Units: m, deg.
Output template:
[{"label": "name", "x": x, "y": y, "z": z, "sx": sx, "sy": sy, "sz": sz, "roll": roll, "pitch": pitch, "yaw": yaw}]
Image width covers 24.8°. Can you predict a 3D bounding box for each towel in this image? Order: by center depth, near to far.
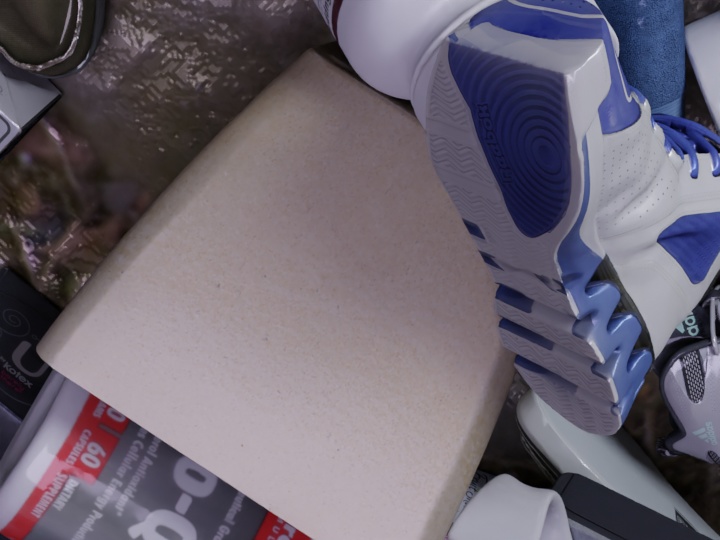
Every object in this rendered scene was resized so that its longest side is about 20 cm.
[{"label": "towel", "x": 0.121, "y": -0.091, "z": 0.751, "sx": 0.048, "sy": 0.112, "sz": 0.201, "roll": -5, "pitch": 115, "yaw": 4}]

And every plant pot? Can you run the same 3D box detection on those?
[{"label": "plant pot", "x": 0.000, "y": 0.000, "z": 0.783, "sx": 0.200, "sy": 0.200, "sz": 0.177, "roll": 33, "pitch": 104, "yaw": 2}]

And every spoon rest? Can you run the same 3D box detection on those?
[{"label": "spoon rest", "x": 0.079, "y": 0.158, "z": 0.811, "sx": 0.099, "sy": 0.061, "sz": 0.200, "roll": 19, "pitch": 151, "yaw": 18}]

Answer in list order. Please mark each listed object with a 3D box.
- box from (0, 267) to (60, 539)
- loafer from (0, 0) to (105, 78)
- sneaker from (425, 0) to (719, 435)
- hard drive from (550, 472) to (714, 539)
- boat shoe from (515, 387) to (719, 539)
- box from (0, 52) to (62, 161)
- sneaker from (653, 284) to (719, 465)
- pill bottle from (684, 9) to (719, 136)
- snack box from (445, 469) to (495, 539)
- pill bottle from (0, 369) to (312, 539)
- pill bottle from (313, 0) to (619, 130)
[{"label": "box", "x": -0.229, "y": 0.120, "z": 0.940, "sx": 0.122, "sy": 0.106, "sz": 0.200, "roll": 39, "pitch": 117, "yaw": -7}, {"label": "loafer", "x": -0.185, "y": -0.186, "z": 0.805, "sx": 0.075, "sy": 0.070, "sz": 0.201, "roll": -9, "pitch": 112, "yaw": 17}, {"label": "sneaker", "x": 0.100, "y": -0.039, "z": 0.650, "sx": 0.080, "sy": 0.115, "sz": 0.200, "roll": 27, "pitch": 149, "yaw": 38}, {"label": "hard drive", "x": 0.148, "y": 0.203, "z": 0.862, "sx": 0.139, "sy": 0.033, "sz": 0.201, "roll": 25, "pitch": 140, "yaw": 18}, {"label": "boat shoe", "x": 0.143, "y": 0.145, "z": 0.882, "sx": 0.064, "sy": 0.071, "sz": 0.200, "roll": -38, "pitch": 103, "yaw": 25}, {"label": "box", "x": -0.272, "y": -0.065, "z": 0.889, "sx": 0.117, "sy": 0.060, "sz": 0.200, "roll": 44, "pitch": 116, "yaw": -9}, {"label": "sneaker", "x": 0.188, "y": 0.019, "z": 0.808, "sx": 0.139, "sy": 0.078, "sz": 0.201, "roll": 9, "pitch": 116, "yaw": 9}, {"label": "pill bottle", "x": 0.246, "y": -0.110, "z": 0.706, "sx": 0.199, "sy": 0.109, "sz": 0.110, "roll": -23, "pitch": 108, "yaw": 16}, {"label": "snack box", "x": -0.013, "y": 0.177, "z": 0.936, "sx": 0.199, "sy": 0.068, "sz": 0.169, "roll": 20, "pitch": 117, "yaw": 5}, {"label": "pill bottle", "x": -0.076, "y": 0.122, "z": 0.818, "sx": 0.199, "sy": 0.114, "sz": 0.114, "roll": 31, "pitch": 118, "yaw": -12}, {"label": "pill bottle", "x": 0.025, "y": -0.149, "z": 0.697, "sx": 0.113, "sy": 0.113, "sz": 0.200, "roll": -43, "pitch": 61, "yaw": 27}]
